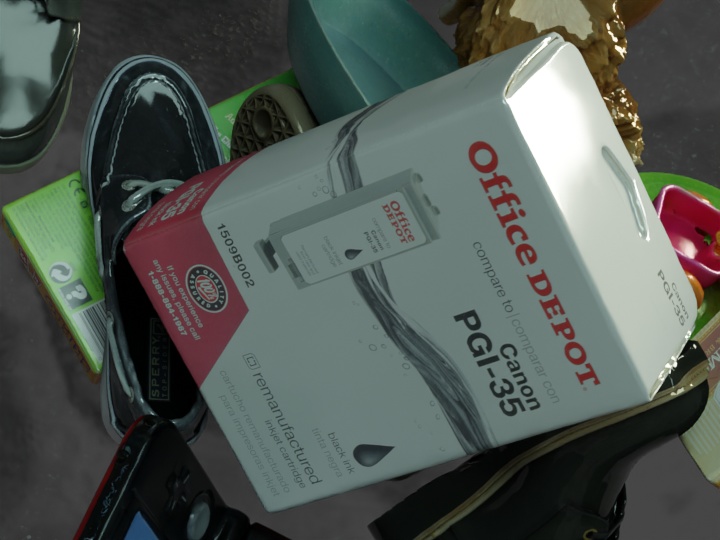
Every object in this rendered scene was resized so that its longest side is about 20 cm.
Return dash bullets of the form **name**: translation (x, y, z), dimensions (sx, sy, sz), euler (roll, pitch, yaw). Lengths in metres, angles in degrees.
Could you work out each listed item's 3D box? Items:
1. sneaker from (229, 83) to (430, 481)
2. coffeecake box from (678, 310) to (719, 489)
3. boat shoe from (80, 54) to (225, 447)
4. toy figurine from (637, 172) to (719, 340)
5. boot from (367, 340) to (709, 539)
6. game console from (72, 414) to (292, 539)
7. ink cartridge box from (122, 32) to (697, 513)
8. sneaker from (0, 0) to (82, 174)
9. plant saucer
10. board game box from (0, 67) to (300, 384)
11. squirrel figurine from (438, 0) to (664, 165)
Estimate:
- **sneaker**: translation (0.000, 0.000, 1.035), dimensions (0.076, 0.070, 0.200), euler (-25, 98, -43)
- **coffeecake box**: translation (0.257, 0.062, 0.989), dimensions (0.200, 0.154, 0.073), euler (33, 18, -37)
- **boat shoe**: translation (-0.095, -0.015, 0.997), dimensions (0.072, 0.068, 0.200), euler (4, 71, -12)
- **toy figurine**: translation (0.227, -0.025, 1.028), dimensions (0.200, 0.184, 0.150), euler (25, 50, -8)
- **boot**: translation (0.110, 0.129, 0.964), dimensions (0.077, 0.200, 0.138), euler (-25, 81, -46)
- **game console**: translation (-0.067, 0.193, 0.931), dimensions (0.119, 0.172, 0.200), euler (14, 64, 21)
- **ink cartridge box**: translation (0.021, 0.004, 0.915), dimensions (0.147, 0.200, 0.083), euler (63, 31, -13)
- **sneaker**: translation (-0.169, -0.154, 1.037), dimensions (0.075, 0.106, 0.200), euler (6, 69, -12)
- **plant saucer**: translation (0.025, -0.071, 1.038), dimensions (0.036, 0.200, 0.200), euler (-37, 80, 18)
- **board game box**: translation (-0.069, -0.031, 1.059), dimensions (0.200, 0.030, 0.096), euler (-28, 80, -18)
- **squirrel figurine**: translation (0.090, -0.136, 1.055), dimensions (0.141, 0.187, 0.200), euler (14, 74, -6)
